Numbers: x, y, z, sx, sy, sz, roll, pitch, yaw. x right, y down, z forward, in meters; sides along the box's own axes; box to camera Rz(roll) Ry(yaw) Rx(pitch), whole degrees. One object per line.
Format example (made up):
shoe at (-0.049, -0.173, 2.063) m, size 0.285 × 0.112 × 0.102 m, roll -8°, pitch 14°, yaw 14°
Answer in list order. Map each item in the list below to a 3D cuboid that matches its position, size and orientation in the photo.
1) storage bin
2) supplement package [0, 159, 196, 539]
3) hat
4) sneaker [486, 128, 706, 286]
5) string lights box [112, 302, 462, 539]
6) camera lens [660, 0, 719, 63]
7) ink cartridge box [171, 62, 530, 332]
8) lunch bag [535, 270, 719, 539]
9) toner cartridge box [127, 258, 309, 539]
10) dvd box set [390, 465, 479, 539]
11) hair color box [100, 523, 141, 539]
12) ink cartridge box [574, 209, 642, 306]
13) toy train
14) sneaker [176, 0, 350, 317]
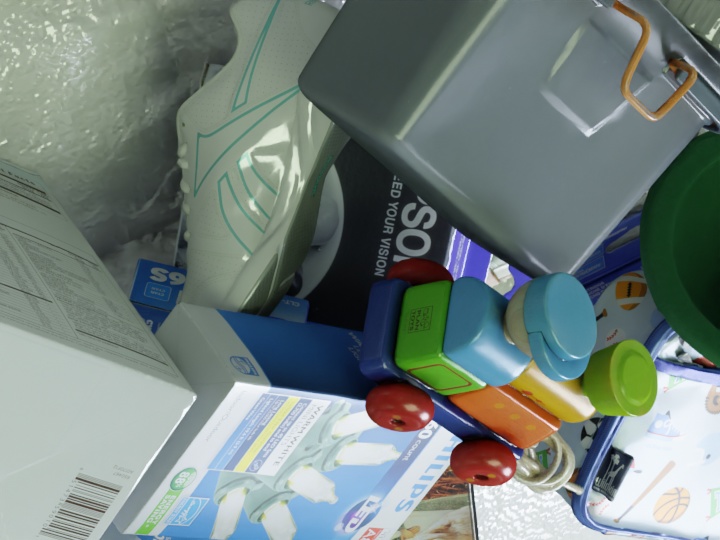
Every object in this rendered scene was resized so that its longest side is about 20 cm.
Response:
storage bin at (0.077, -0.086, 1.412) m, size 0.135 × 0.145 × 0.200 m, roll -54°, pitch 133°, yaw -3°
supplement package at (-0.209, 0.041, 1.408) m, size 0.150 × 0.200 × 0.152 m, roll 22°, pitch 109°, yaw -41°
hat at (0.240, 0.029, 1.691) m, size 0.166 × 0.199 × 0.176 m, roll -62°, pitch 175°, yaw -24°
sneaker at (0.105, -0.068, 1.623) m, size 0.200 × 0.067 × 0.090 m, roll -27°, pitch 134°, yaw -20°
string lights box at (-0.038, 0.081, 1.479) m, size 0.200 × 0.059 × 0.103 m, roll 10°, pitch 124°, yaw -50°
camera lens at (0.209, -0.192, 1.502) m, size 0.200 × 0.160 × 0.160 m, roll -56°, pitch 135°, yaw -6°
ink cartridge box at (0.000, 0.000, 1.556) m, size 0.199 × 0.043 × 0.199 m, roll 10°, pitch 121°, yaw -2°
lunch bag at (0.199, 0.080, 1.736) m, size 0.200 × 0.076 × 0.161 m, roll 11°, pitch 113°, yaw -40°
toner cartridge box at (-0.095, 0.096, 1.575) m, size 0.095 × 0.043 × 0.201 m, roll 13°, pitch 123°, yaw -3°
dvd box set at (-0.032, 0.158, 1.667) m, size 0.199 × 0.029 × 0.147 m, roll -3°, pitch 129°, yaw 5°
hair color box at (-0.215, 0.145, 1.497) m, size 0.200 × 0.111 × 0.064 m, roll -7°, pitch 130°, yaw -60°
ink cartridge box at (0.181, 0.048, 1.779) m, size 0.119 × 0.042 × 0.200 m, roll -25°, pitch 131°, yaw -15°
toy train at (0.100, 0.061, 1.474) m, size 0.115 × 0.085 × 0.200 m, roll -11°, pitch 148°, yaw 38°
sneaker at (-0.058, -0.045, 1.472) m, size 0.201 × 0.080 × 0.070 m, roll -67°, pitch 169°, yaw 9°
